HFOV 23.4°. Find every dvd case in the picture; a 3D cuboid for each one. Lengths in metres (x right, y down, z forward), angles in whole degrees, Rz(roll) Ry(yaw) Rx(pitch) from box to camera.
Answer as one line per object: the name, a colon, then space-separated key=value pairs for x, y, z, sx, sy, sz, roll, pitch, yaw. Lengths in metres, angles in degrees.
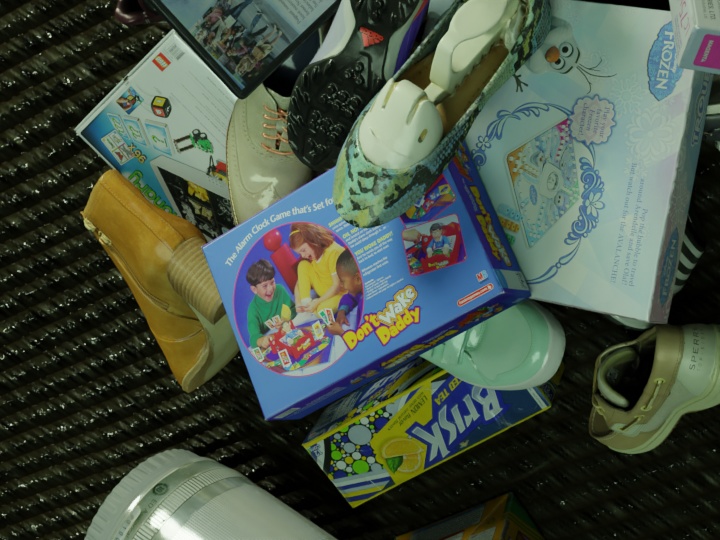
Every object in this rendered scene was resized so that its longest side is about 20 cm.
dvd case: x=-0.055 y=-0.231 z=1.156 sx=0.200 sy=0.018 sz=0.143 roll=-44 pitch=112 yaw=-3

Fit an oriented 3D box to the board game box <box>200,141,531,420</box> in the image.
board game box: x=0.000 y=0.000 z=1.179 sx=0.200 sy=0.045 sz=0.135 roll=-29 pitch=73 yaw=26

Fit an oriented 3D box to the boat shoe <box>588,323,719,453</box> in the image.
boat shoe: x=0.201 y=0.078 z=1.246 sx=0.066 sy=0.074 sz=0.200 roll=14 pitch=154 yaw=-11

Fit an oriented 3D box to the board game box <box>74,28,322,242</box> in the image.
board game box: x=-0.104 y=-0.078 z=1.318 sx=0.200 sy=0.035 sz=0.126 roll=45 pitch=120 yaw=-9

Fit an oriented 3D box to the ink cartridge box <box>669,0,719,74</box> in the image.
ink cartridge box: x=0.292 y=-0.158 z=1.081 sx=0.200 sy=0.119 sz=0.042 roll=7 pitch=135 yaw=-4

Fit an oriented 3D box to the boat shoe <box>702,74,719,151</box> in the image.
boat shoe: x=0.261 y=-0.097 z=1.172 sx=0.200 sy=0.073 sz=0.063 roll=-4 pitch=113 yaw=14

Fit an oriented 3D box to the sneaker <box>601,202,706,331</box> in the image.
sneaker: x=0.155 y=-0.059 z=1.224 sx=0.200 sy=0.076 sz=0.115 roll=36 pitch=119 yaw=2

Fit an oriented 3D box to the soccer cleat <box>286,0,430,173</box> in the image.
soccer cleat: x=0.009 y=-0.154 z=1.165 sx=0.068 sy=0.073 sz=0.200 roll=28 pitch=122 yaw=9

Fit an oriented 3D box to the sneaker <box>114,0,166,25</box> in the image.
sneaker: x=-0.112 y=-0.241 z=1.177 sx=0.076 sy=0.115 sz=0.200 roll=39 pitch=124 yaw=19

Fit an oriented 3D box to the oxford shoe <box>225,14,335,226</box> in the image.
oxford shoe: x=-0.061 y=-0.109 z=1.235 sx=0.071 sy=0.074 sz=0.200 roll=6 pitch=103 yaw=-1

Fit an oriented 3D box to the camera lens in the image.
camera lens: x=-0.105 y=0.253 z=1.395 sx=0.200 sy=0.160 sz=0.160 roll=30 pitch=126 yaw=29

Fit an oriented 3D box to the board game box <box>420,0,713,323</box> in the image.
board game box: x=0.125 y=-0.081 z=1.162 sx=0.199 sy=0.043 sz=0.200 roll=12 pitch=94 yaw=30

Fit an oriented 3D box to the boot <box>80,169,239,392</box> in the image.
boot: x=-0.154 y=0.005 z=1.349 sx=0.144 sy=0.071 sz=0.201 roll=43 pitch=156 yaw=12

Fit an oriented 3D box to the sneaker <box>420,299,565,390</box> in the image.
sneaker: x=0.041 y=0.035 z=1.243 sx=0.200 sy=0.118 sz=0.074 roll=18 pitch=94 yaw=39

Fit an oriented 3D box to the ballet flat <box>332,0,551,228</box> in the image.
ballet flat: x=0.046 y=-0.117 z=1.103 sx=0.074 sy=0.074 sz=0.200 roll=37 pitch=78 yaw=-5

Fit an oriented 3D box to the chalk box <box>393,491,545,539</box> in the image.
chalk box: x=0.114 y=0.306 z=1.409 sx=0.125 sy=0.124 sz=0.200 roll=-25 pitch=109 yaw=26

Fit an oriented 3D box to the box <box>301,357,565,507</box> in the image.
box: x=0.057 y=0.105 z=1.351 sx=0.200 sy=0.064 sz=0.070 roll=-31 pitch=105 yaw=29
